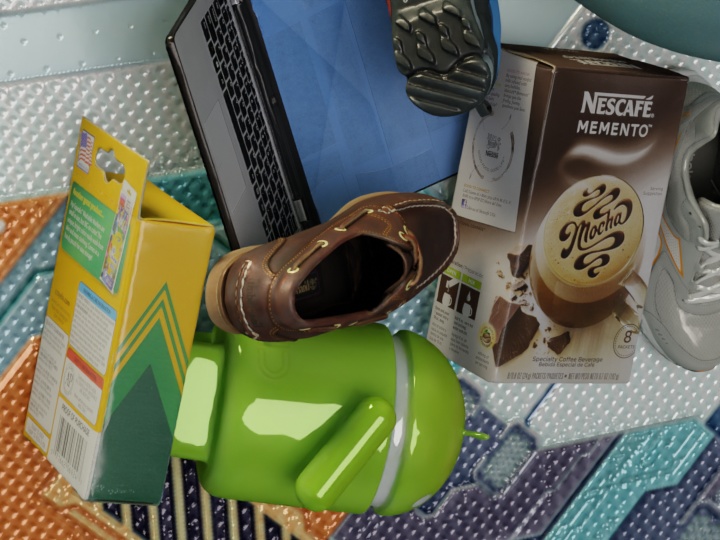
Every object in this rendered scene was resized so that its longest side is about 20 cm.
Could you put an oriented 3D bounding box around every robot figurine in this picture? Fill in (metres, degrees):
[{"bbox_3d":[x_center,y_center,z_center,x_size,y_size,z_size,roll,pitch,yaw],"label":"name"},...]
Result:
[{"bbox_3d":[-0.027,0.085,1.731,0.199,0.175,0.117,8,92,-12],"label":"robot figurine"}]

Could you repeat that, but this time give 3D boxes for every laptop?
[{"bbox_3d":[-0.017,-0.099,1.715,0.115,0.200,0.188,-11,113,16],"label":"laptop"}]

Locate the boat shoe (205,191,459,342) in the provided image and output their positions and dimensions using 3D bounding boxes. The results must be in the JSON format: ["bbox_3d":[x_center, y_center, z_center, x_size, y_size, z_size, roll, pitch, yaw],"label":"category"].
[{"bbox_3d":[0.000,0.000,1.683,0.200,0.070,0.071,-25,107,-47],"label":"boat shoe"}]

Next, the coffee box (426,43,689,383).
[{"bbox_3d":[0.123,-0.036,1.801,0.112,0.080,0.201,1,105,-34],"label":"coffee box"}]

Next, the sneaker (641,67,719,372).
[{"bbox_3d":[0.218,-0.024,1.847,0.075,0.092,0.201,-14,110,-19],"label":"sneaker"}]

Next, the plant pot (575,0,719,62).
[{"bbox_3d":[0.183,-0.221,1.739,0.134,0.200,0.201,-2,109,13],"label":"plant pot"}]

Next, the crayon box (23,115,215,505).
[{"bbox_3d":[-0.140,0.022,1.685,0.051,0.126,0.201,6,102,-25],"label":"crayon box"}]

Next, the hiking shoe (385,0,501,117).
[{"bbox_3d":[0.040,-0.190,1.729,0.074,0.087,0.201,-7,91,13],"label":"hiking shoe"}]
